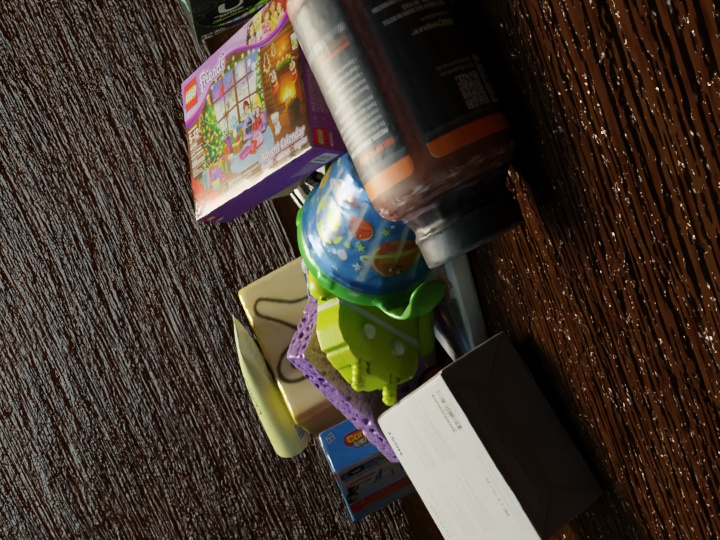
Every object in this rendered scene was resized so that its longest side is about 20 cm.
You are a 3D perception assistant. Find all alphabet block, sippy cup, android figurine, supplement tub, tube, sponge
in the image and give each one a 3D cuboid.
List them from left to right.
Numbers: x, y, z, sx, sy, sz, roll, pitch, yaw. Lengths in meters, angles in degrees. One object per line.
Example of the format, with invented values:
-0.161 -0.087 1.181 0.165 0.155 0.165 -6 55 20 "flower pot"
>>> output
-0.121 0.152 1.051 0.057 0.052 0.203 10 135 36 "tube"
-0.023 0.085 1.109 0.198 0.197 0.197 63 179 20 "alphabet block"
0.007 0.100 0.866 0.029 0.113 0.201 -7 136 38 "sponge"
0.011 0.031 0.816 0.181 0.040 0.204 33 -134 -40 "android figurine"
0.019 -0.060 0.716 0.176 0.140 0.131 34 148 5 "sippy cup"
0.034 -0.108 0.541 0.107 0.105 0.204 145 102 -82 "supplement tub"

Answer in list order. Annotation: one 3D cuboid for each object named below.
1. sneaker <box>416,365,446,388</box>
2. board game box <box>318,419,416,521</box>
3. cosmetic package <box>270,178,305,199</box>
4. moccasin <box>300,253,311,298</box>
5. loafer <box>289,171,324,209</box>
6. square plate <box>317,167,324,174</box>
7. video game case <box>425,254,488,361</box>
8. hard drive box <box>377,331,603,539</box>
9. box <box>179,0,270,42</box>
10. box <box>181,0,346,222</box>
0.138 0.184 0.889 0.202 0.073 0.087 55 157 -5 "sneaker"
0.056 0.227 1.066 0.197 0.196 0.057 78 165 -57 "board game box"
-0.075 -0.149 0.829 0.199 0.106 0.092 -33 79 43 "cosmetic package"
-0.036 0.046 0.981 0.203 0.079 0.068 65 -172 21 "moccasin"
-0.010 -0.069 1.003 0.200 0.063 0.072 46 -147 8 "loafer"
-0.078 -0.202 0.968 0.204 0.028 0.198 68 173 -24 "square plate"
0.087 0.022 0.887 0.183 0.023 0.203 -125 14 -56 "video game case"
0.107 0.167 0.760 0.158 0.076 0.200 59 156 10 "hard drive box"
-0.119 -0.324 0.782 0.200 0.146 0.127 178 68 -82 "box"
-0.093 -0.137 0.729 0.198 0.038 0.141 -22 72 49 "box"
